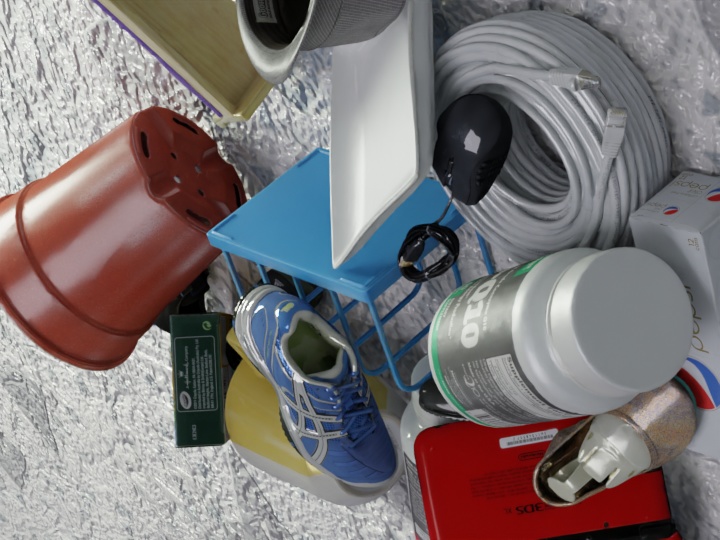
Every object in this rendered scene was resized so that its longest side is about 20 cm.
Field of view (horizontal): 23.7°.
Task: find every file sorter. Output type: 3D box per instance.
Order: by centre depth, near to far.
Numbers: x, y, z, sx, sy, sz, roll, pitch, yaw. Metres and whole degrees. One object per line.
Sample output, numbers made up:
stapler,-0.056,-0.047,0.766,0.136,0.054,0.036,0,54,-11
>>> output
file sorter,0.000,0.000,1.440,0.200,0.139,0.123,19,139,44

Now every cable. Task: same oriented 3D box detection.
cable,0.129,-0.092,1.229,0.200,0.069,0.201,31,143,36

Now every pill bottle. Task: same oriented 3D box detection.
pill bottle,0.137,0.046,1.191,0.113,0.113,0.200,57,155,-6
pill bottle,0.093,0.165,1.501,0.110,0.111,0.201,29,142,36

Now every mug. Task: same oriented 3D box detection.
mug,-0.041,0.140,1.566,0.153,0.186,0.150,29,104,56

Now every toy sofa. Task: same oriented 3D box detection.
toy sofa,-0.158,-0.213,1.425,0.200,0.083,0.097,42,162,-24

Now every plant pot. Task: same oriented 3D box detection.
plant pot,-0.222,-0.041,1.619,0.195,0.201,0.201,-36,90,26

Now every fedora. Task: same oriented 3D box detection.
fedora,-0.021,-0.220,1.243,0.200,0.090,0.178,-149,66,-65

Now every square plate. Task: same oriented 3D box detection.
square plate,0.017,-0.124,1.289,0.198,0.028,0.201,132,141,-64

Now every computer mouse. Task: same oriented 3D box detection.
computer mouse,0.059,-0.053,1.242,0.059,0.034,0.200,42,141,18

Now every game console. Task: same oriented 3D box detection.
game console,0.164,0.197,1.423,0.199,0.119,0.173,-12,85,17

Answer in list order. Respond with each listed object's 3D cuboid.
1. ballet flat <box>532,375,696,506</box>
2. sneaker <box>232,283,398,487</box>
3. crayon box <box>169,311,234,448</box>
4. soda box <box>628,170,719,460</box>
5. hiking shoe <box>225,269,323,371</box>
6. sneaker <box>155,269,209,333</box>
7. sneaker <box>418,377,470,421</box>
ballet flat,0.182,0.135,1.260,0.068,0.067,0.200,46,153,6
sneaker,-0.029,0.101,1.382,0.200,0.076,0.077,54,158,-22
crayon box,-0.154,0.106,1.705,0.200,0.051,0.127,74,-167,-88
soda box,0.248,0.036,1.192,0.064,0.068,0.201,16,133,47
hiking shoe,-0.097,0.071,1.679,0.076,0.101,0.200,39,147,24
sneaker,-0.197,-0.016,1.775,0.078,0.070,0.201,16,135,28
sneaker,0.135,0.067,1.345,0.199,0.074,0.089,-9,102,22
